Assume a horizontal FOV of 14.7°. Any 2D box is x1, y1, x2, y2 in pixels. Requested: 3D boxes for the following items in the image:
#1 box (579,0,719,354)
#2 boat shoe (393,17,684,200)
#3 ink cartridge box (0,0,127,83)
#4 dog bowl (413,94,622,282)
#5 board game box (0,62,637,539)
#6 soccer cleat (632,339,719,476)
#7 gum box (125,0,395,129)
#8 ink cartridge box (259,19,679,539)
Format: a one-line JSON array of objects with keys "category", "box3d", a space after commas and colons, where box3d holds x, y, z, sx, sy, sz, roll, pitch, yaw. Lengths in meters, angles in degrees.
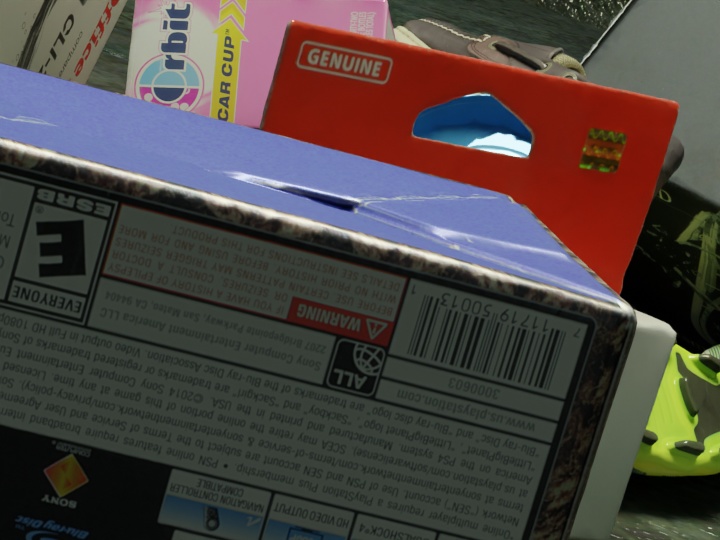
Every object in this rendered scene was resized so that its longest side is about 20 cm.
[{"category": "box", "box3d": [0.215, -0.024, 1.360, 0.199, 0.124, 0.197, 29, -21, 30]}, {"category": "boat shoe", "box3d": [0.078, -0.071, 1.276, 0.200, 0.065, 0.072, 40, -20, 54]}, {"category": "ink cartridge box", "box3d": [-0.188, -0.134, 1.309, 0.083, 0.145, 0.200, 21, -15, 14]}, {"category": "dog bowl", "box3d": [0.017, 0.003, 1.141, 0.199, 0.050, 0.112, -25, 63, -25]}, {"category": "board game box", "box3d": [-0.057, 0.071, 0.562, 0.159, 0.201, 0.097, 15, 10, -13]}, {"category": "soccer cleat", "box3d": [0.141, 0.067, 1.246, 0.084, 0.065, 0.200, -29, -15, 34]}, {"category": "gum box", "box3d": [-0.036, -0.059, 1.301, 0.113, 0.067, 0.200, 2, -19, 6]}, {"category": "ink cartridge box", "box3d": [0.037, 0.010, 1.053, 0.199, 0.175, 0.044, 8, 15, -37]}]
